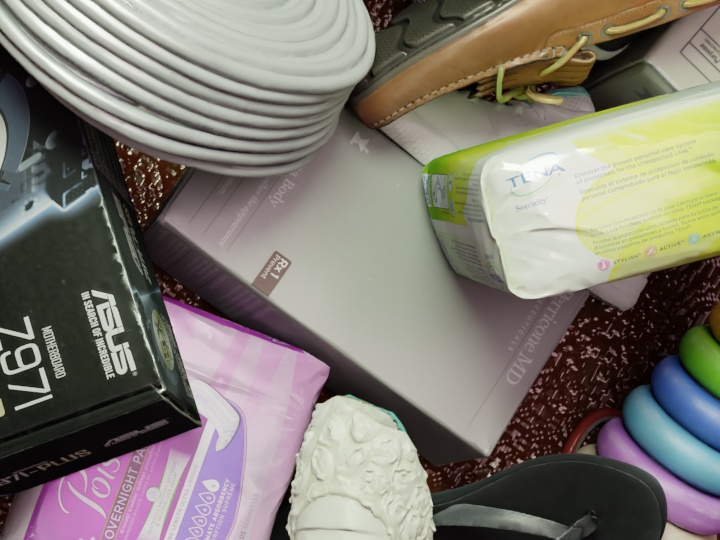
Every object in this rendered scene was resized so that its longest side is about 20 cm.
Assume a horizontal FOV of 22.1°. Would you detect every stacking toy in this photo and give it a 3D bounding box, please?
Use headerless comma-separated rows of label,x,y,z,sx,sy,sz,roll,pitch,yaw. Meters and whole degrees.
stacking toy,0.190,0.047,0.908,0.085,0.085,0.200,31,106,-10

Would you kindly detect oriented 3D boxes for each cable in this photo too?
cable,-0.084,-0.131,0.807,0.200,0.069,0.200,21,36,-30

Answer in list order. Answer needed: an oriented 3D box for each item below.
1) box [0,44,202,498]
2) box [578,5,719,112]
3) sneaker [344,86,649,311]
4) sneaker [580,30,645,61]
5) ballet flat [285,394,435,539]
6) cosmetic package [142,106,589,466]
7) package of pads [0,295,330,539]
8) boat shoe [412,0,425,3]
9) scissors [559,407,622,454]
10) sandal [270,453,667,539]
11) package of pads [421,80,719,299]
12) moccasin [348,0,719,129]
box,-0.181,-0.001,0.821,0.164,0.086,0.200,-19,75,1
box,0.231,-0.126,0.977,0.128,0.109,0.200,44,76,-8
sneaker,0.080,-0.065,0.945,0.200,0.075,0.089,33,91,-20
sneaker,0.167,-0.191,0.910,0.072,0.083,0.200,40,81,-24
ballet flat,-0.003,0.160,0.866,0.072,0.072,0.200,-7,113,-16
cosmetic package,0.000,0.000,0.915,0.200,0.090,0.107,34,74,-7
package of pads,-0.105,0.116,0.879,0.120,0.076,0.200,21,79,-11
boat shoe,0.113,-0.161,0.979,0.200,0.069,0.057,-28,126,-22
scissors,0.075,0.137,0.958,0.200,0.014,0.073,-24,92,-17
sandal,0.050,0.138,0.892,0.200,0.043,0.076,-10,102,13
package of pads,0.138,-0.043,0.819,0.200,0.155,0.068,-16,95,-6
moccasin,0.090,-0.114,0.868,0.201,0.074,0.078,-27,115,-4
